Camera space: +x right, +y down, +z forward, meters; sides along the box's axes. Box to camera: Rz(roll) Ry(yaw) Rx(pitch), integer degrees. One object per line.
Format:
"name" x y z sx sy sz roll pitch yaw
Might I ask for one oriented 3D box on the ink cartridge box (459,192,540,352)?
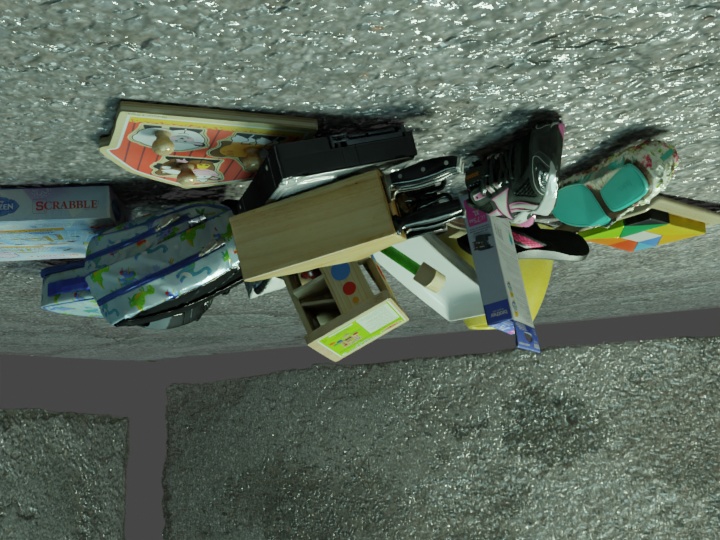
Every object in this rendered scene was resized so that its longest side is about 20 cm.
"ink cartridge box" 0.179 0.007 0.963 0.042 0.203 0.119 -19 164 21

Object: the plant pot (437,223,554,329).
"plant pot" 0.216 0.017 1.197 0.197 0.144 0.200 -4 169 -1

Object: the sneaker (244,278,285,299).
"sneaker" -0.146 -0.001 1.243 0.086 0.076 0.200 -13 179 -14

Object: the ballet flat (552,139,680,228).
"ballet flat" 0.286 -0.094 0.845 0.064 0.076 0.200 -35 -176 -16

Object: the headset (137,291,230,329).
"headset" -0.243 0.025 1.011 0.123 0.095 0.199 35 -141 24

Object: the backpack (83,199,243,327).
"backpack" -0.218 -0.010 0.881 0.200 0.154 0.163 -41 -166 -17

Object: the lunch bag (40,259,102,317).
"lunch bag" -0.412 0.027 1.231 0.198 0.084 0.160 -9 169 30

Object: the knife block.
"knife block" -0.001 -0.053 0.705 0.198 0.065 0.175 -11 172 -34

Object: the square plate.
"square plate" 0.101 -0.003 1.098 0.199 0.029 0.198 39 162 -9

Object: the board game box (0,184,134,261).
"board game box" -0.382 -0.054 0.918 0.197 0.042 0.200 -2 169 -7

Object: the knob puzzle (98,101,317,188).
"knob puzzle" -0.153 -0.105 0.739 0.216 0.031 0.220 -4 170 -1

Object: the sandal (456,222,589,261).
"sandal" 0.233 -0.050 1.069 0.197 0.076 0.045 2 135 -9

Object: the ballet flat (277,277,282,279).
"ballet flat" -0.117 -0.024 1.111 0.057 0.067 0.199 -44 156 22

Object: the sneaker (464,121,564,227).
"sneaker" 0.153 -0.092 0.785 0.085 0.082 0.200 8 164 1

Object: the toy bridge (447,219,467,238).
"toy bridge" 0.053 -0.072 0.947 0.197 0.028 0.067 7 166 -23

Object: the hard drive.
"hard drive" -0.041 -0.088 0.767 0.138 0.038 0.200 -14 173 -22

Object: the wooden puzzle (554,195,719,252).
"wooden puzzle" 0.418 -0.063 1.119 0.198 0.038 0.184 3 167 -32

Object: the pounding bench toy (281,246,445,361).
"pounding bench toy" 0.000 0.000 1.041 0.198 0.157 0.124 -29 158 7
